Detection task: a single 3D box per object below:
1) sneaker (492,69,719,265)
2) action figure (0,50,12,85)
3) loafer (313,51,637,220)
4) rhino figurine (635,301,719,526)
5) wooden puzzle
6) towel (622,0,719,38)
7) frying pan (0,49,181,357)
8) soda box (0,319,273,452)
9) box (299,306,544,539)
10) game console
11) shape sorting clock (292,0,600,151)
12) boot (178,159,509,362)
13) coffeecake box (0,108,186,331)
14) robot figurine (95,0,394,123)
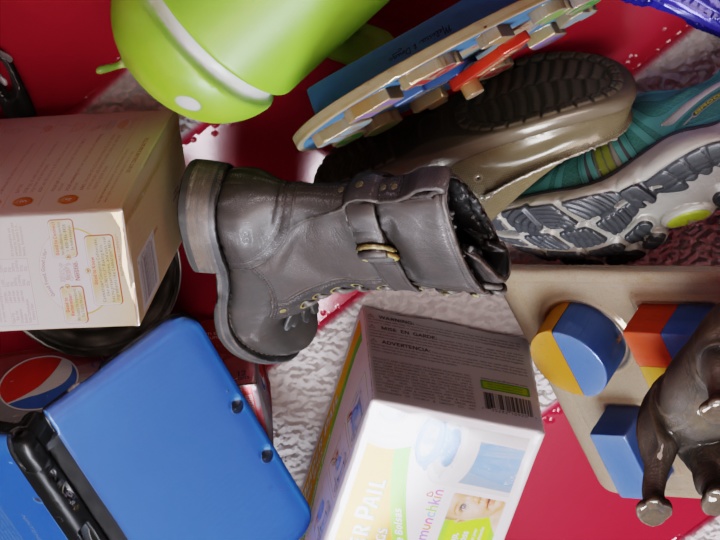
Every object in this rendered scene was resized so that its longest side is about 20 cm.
[{"bbox_3d":[0.162,-0.061,1.733,0.200,0.080,0.077,-23,138,32],"label":"sneaker"},{"bbox_3d":[-0.299,-0.108,1.645,0.199,0.119,0.102,-18,122,6],"label":"action figure"},{"bbox_3d":[0.072,-0.067,1.727,0.199,0.076,0.068,-18,123,19],"label":"loafer"},{"bbox_3d":[0.208,0.050,1.630,0.060,0.088,0.200,17,131,-14],"label":"rhino figurine"},{"bbox_3d":[0.178,0.076,1.768,0.200,0.046,0.186,5,134,43],"label":"wooden puzzle"},{"bbox_3d":[0.218,-0.192,1.667,0.199,0.050,0.148,22,119,-16],"label":"towel"},{"bbox_3d":[-0.187,-0.031,1.754,0.115,0.031,0.190,-39,103,17],"label":"frying pan"},{"bbox_3d":[-0.155,0.085,1.805,0.199,0.070,0.064,-9,128,3],"label":"soda box"},{"bbox_3d":[0.028,0.140,1.834,0.112,0.101,0.201,11,121,-11],"label":"box"},{"bbox_3d":[-0.155,0.123,1.779,0.170,0.119,0.200,4,138,34],"label":"game console"},{"bbox_3d":[0.054,-0.113,1.632,0.200,0.200,0.039,-28,83,14],"label":"shape sorting clock"},{"bbox_3d":[0.000,0.000,1.687,0.173,0.069,0.200,3,153,18],"label":"boot"},{"bbox_3d":[-0.208,-0.027,1.660,0.199,0.154,0.073,-2,113,10],"label":"coffeecake box"},{"bbox_3d":[-0.054,-0.162,1.628,0.200,0.116,0.175,-41,148,19],"label":"robot figurine"}]
